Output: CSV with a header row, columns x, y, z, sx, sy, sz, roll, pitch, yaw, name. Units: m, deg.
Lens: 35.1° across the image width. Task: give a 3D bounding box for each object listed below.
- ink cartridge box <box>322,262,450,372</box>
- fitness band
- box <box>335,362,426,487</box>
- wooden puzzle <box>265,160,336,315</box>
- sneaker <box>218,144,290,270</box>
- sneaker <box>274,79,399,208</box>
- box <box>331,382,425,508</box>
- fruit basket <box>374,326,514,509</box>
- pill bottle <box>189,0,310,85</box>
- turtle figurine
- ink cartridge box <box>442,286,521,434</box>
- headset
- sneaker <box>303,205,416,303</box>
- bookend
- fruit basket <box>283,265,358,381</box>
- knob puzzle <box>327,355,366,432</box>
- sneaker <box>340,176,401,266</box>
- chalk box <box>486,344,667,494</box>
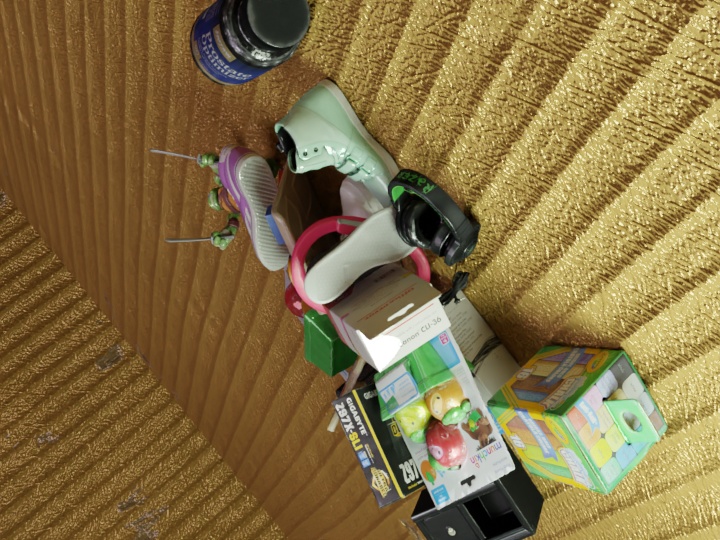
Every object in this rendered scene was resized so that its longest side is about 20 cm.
x,y,z,sx,sy,sz,roll,pitch,yaw,name
0.037,0.061,1.476,0.068,0.115,0.200,61,170,-19,ink cartridge box
0.000,0.000,1.591,0.038,0.196,0.146,-97,22,-64,fitness band
0.072,0.253,1.912,0.199,0.104,0.149,21,143,51,box
-0.091,-0.059,1.692,0.201,0.046,0.187,-85,-23,-54,wooden puzzle
-0.163,-0.104,1.755,0.114,0.072,0.203,31,141,51,sneaker
-0.031,-0.137,1.498,0.201,0.118,0.074,52,156,-5,sneaker
0.053,0.235,1.621,0.049,0.199,0.162,-28,80,26,box
0.101,0.199,1.498,0.185,0.093,0.203,-40,66,50,fruit basket
-0.140,-0.309,1.460,0.113,0.111,0.199,56,158,-13,pill bottle
-0.222,-0.114,1.843,0.192,0.147,0.198,-6,162,45,turtle figurine
0.135,0.140,1.599,0.201,0.084,0.146,53,142,0,ink cartridge box
0.092,-0.039,1.435,0.123,0.094,0.201,30,161,43,headset
0.002,-0.028,1.517,0.071,0.199,0.099,56,171,-8,sneaker
0.149,0.339,1.772,0.197,0.092,0.202,-28,102,27,bookend
-0.068,0.058,1.829,0.201,0.092,0.187,57,159,33,fruit basket
0.011,0.131,1.698,0.030,0.222,0.220,24,155,1,knob puzzle
-0.011,-0.028,1.630,0.073,0.115,0.202,28,148,48,sneaker
0.273,0.178,1.371,0.125,0.123,0.199,57,158,-15,chalk box
